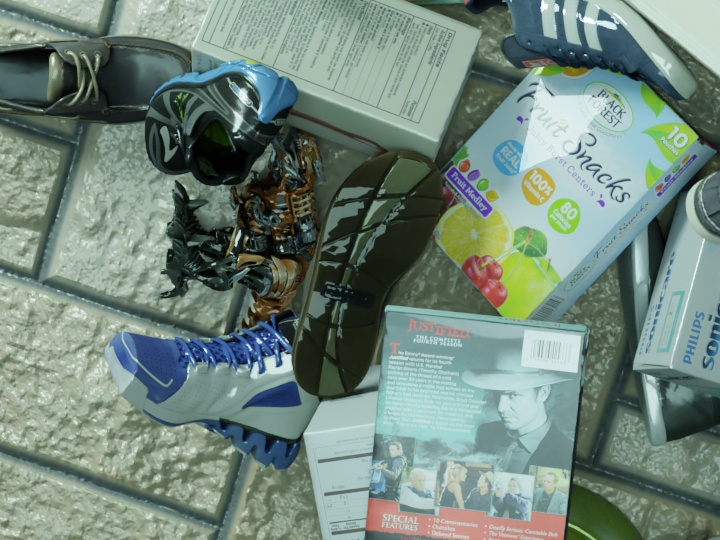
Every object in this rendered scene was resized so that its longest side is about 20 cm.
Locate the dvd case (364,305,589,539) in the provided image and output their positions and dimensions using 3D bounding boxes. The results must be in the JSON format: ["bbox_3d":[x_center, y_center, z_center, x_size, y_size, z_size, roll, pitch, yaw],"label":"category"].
[{"bbox_3d":[0.080,0.130,1.410,0.146,0.022,0.200,5,101,5],"label":"dvd case"}]

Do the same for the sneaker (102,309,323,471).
[{"bbox_3d":[-0.097,0.073,1.561,0.199,0.081,0.115,27,110,-39],"label":"sneaker"}]

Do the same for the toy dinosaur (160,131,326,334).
[{"bbox_3d":[-0.086,-0.013,1.577,0.136,0.102,0.200,9,90,-10],"label":"toy dinosaur"}]

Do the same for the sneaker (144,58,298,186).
[{"bbox_3d":[-0.118,-0.103,1.506,0.071,0.200,0.083,31,70,-23],"label":"sneaker"}]

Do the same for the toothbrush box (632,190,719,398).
[{"bbox_3d":[0.323,0.034,1.492,0.200,0.085,0.147,19,82,-9],"label":"toothbrush box"}]

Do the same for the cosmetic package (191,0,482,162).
[{"bbox_3d":[-0.019,-0.161,1.525,0.200,0.087,0.103,22,73,4],"label":"cosmetic package"}]

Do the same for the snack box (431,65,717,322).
[{"bbox_3d":[0.151,-0.069,1.525,0.200,0.053,0.142,-47,64,12],"label":"snack box"}]

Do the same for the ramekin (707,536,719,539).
[{"bbox_3d":[0.305,0.301,1.571,0.202,0.094,0.202,0,100,-1],"label":"ramekin"}]

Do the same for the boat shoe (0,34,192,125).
[{"bbox_3d":[-0.228,-0.147,1.575,0.200,0.073,0.075,-2,100,8],"label":"boat shoe"}]

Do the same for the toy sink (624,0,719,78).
[{"bbox_3d":[0.283,-0.200,1.473,0.200,0.130,0.112,39,101,0],"label":"toy sink"}]

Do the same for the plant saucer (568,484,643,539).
[{"bbox_3d":[0.143,0.269,1.628,0.200,0.031,0.200,1,100,6],"label":"plant saucer"}]

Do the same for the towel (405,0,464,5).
[{"bbox_3d":[0.071,-0.279,1.542,0.200,0.022,0.147,-2,99,9],"label":"towel"}]

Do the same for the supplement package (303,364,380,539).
[{"bbox_3d":[0.053,0.140,1.528,0.156,0.200,0.111,-9,99,8],"label":"supplement package"}]

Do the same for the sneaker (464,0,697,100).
[{"bbox_3d":[0.158,-0.170,1.475,0.200,0.075,0.085,43,97,30],"label":"sneaker"}]

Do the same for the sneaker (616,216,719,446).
[{"bbox_3d":[0.259,0.032,1.555,0.099,0.071,0.200,-10,98,0],"label":"sneaker"}]

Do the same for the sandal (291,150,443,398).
[{"bbox_3d":[0.000,0.000,1.519,0.082,0.055,0.200,15,103,-9],"label":"sandal"}]

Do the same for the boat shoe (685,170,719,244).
[{"bbox_3d":[0.335,-0.056,1.429,0.200,0.063,0.073,-7,76,-18],"label":"boat shoe"}]
